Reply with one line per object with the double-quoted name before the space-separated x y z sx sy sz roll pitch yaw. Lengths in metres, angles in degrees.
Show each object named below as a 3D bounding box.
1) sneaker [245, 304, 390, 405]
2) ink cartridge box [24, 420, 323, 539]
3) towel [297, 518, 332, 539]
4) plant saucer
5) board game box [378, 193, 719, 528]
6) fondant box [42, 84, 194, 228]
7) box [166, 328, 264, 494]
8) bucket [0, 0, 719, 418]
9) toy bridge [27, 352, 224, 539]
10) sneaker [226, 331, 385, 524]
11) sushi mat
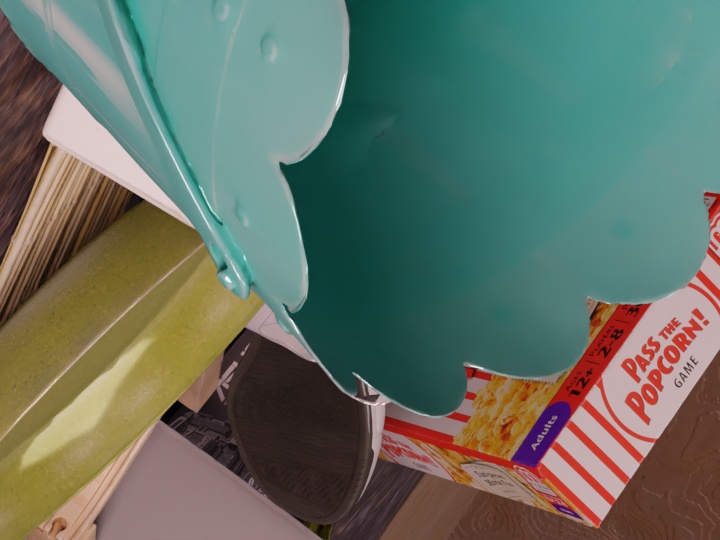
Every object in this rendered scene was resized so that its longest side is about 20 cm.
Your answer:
"sneaker" 0.011 -0.050 1.046 0.201 0.115 0.075 -57 171 19
"ink cartridge box" -0.096 0.192 1.309 0.147 0.144 0.200 -51 170 -27
"towel" -0.083 0.174 1.517 0.200 0.018 0.086 -40 -169 27
"plant saucer" -0.087 0.029 0.948 0.200 0.031 0.200 -45 172 -8
"board game box" 0.084 0.029 1.329 0.152 0.046 0.200 -54 -154 -14
"fondant box" -0.008 -0.104 0.882 0.145 0.058 0.200 -63 170 18
"box" -0.040 0.066 1.449 0.200 0.050 0.158 -50 171 -27
"bucket" 0.018 -0.085 0.686 0.207 0.135 0.208 -33 144 -28
"toy bridge" -0.072 0.037 1.232 0.200 0.027 0.067 -52 170 -22
"sneaker" 0.000 0.000 1.215 0.121 0.083 0.201 -44 147 -43
"sushi mat" -0.102 -0.002 0.964 0.096 0.012 0.200 -43 167 -50
